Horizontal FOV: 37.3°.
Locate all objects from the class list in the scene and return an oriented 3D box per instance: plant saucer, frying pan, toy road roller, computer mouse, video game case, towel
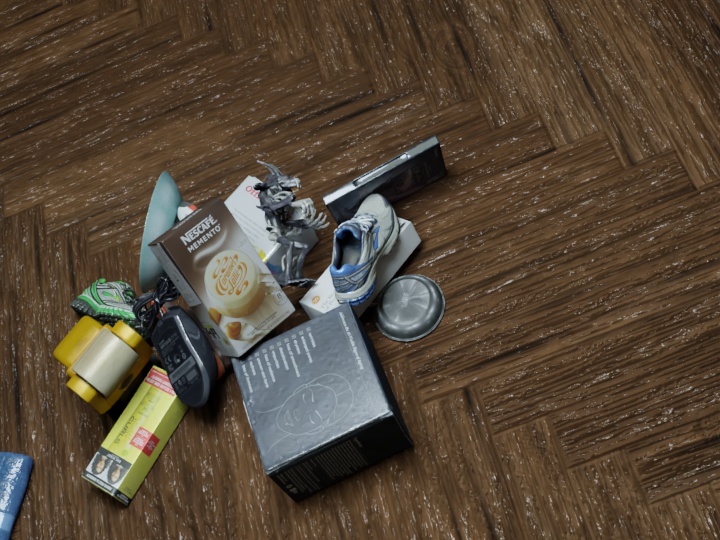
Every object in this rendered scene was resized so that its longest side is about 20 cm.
[{"bbox_3d":[-0.319,-0.060,1.753,0.038,0.202,0.204,9,61,-1],"label":"plant saucer"},{"bbox_3d":[0.043,0.039,1.654,0.188,0.031,0.116,26,70,28],"label":"frying pan"},{"bbox_3d":[-0.410,0.135,1.655,0.145,0.200,0.123,35,75,10],"label":"toy road roller"},{"bbox_3d":[-0.264,0.110,1.619,0.138,0.052,0.202,-32,77,38],"label":"computer mouse"},{"bbox_3d":[0.042,-0.135,1.689,0.198,0.143,0.019,-29,73,1],"label":"video game case"},{"bbox_3d":[-0.584,0.378,1.660,0.110,0.049,0.203,0,60,19],"label":"towel"}]

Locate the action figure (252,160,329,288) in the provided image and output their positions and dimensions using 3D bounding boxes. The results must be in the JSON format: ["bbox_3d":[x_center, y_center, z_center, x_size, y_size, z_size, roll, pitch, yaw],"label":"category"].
[{"bbox_3d":[-0.103,-0.076,1.635,0.100,0.119,0.204,-12,82,17],"label":"action figure"}]

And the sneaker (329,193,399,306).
[{"bbox_3d":[0.002,-0.048,1.600,0.076,0.086,0.202,-4,49,25],"label":"sneaker"}]

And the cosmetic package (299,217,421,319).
[{"bbox_3d":[0.000,0.000,1.658,0.082,0.051,0.201,19,63,45],"label":"cosmetic package"}]

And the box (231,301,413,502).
[{"bbox_3d":[-0.056,0.188,1.538,0.194,0.124,0.202,-26,54,5],"label":"box"}]

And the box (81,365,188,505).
[{"bbox_3d":[-0.339,0.252,1.646,0.074,0.050,0.201,22,69,29],"label":"box"}]

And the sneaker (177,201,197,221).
[{"bbox_3d":[-0.253,-0.018,1.665,0.108,0.067,0.201,-42,62,-11],"label":"sneaker"}]

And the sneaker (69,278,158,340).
[{"bbox_3d":[-0.398,0.056,1.757,0.198,0.078,0.086,17,62,40],"label":"sneaker"}]

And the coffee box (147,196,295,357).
[{"bbox_3d":[-0.202,0.011,1.556,0.114,0.201,0.079,-39,14,-22],"label":"coffee box"}]

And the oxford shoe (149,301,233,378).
[{"bbox_3d":[-0.266,0.097,1.714,0.072,0.072,0.199,-35,57,-27],"label":"oxford shoe"}]

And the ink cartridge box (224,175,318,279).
[{"bbox_3d":[-0.187,-0.032,1.742,0.147,0.086,0.200,35,75,31],"label":"ink cartridge box"}]
